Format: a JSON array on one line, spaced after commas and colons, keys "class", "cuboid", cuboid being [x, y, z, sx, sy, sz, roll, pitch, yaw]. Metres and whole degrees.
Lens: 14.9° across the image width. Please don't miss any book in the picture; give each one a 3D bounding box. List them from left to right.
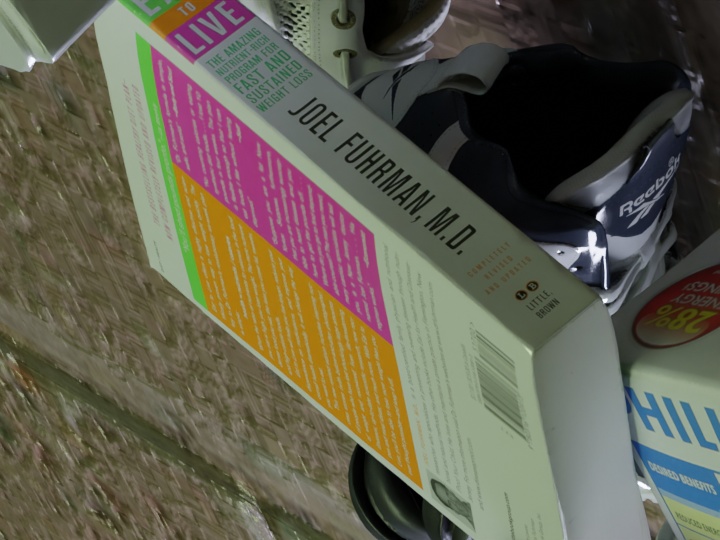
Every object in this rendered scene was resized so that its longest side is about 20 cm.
[{"class": "book", "cuboid": [0.000, 0.000, 0.808, 0.200, 0.048, 0.134, 42, 160, 33]}]

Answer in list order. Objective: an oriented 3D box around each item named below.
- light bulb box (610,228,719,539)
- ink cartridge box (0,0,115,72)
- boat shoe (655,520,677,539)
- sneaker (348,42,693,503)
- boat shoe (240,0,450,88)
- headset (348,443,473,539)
[{"class": "light bulb box", "cuboid": [0.194, 0.077, 0.740, 0.198, 0.125, 0.201, 12, 136, 59]}, {"class": "ink cartridge box", "cuboid": [-0.073, -0.160, 0.771, 0.146, 0.200, 0.084, 18, 150, 55]}, {"class": "boat shoe", "cuboid": [0.180, 0.162, 0.971, 0.200, 0.076, 0.060, 44, 152, 20]}, {"class": "sneaker", "cuboid": [0.084, -0.003, 0.886, 0.199, 0.080, 0.130, 45, 150, -8]}, {"class": "boat shoe", "cuboid": [-0.003, -0.087, 0.939, 0.069, 0.071, 0.200, -3, 160, 10]}, {"class": "headset", "cuboid": [0.056, 0.087, 1.132, 0.123, 0.094, 0.201, 16, 125, 62]}]
